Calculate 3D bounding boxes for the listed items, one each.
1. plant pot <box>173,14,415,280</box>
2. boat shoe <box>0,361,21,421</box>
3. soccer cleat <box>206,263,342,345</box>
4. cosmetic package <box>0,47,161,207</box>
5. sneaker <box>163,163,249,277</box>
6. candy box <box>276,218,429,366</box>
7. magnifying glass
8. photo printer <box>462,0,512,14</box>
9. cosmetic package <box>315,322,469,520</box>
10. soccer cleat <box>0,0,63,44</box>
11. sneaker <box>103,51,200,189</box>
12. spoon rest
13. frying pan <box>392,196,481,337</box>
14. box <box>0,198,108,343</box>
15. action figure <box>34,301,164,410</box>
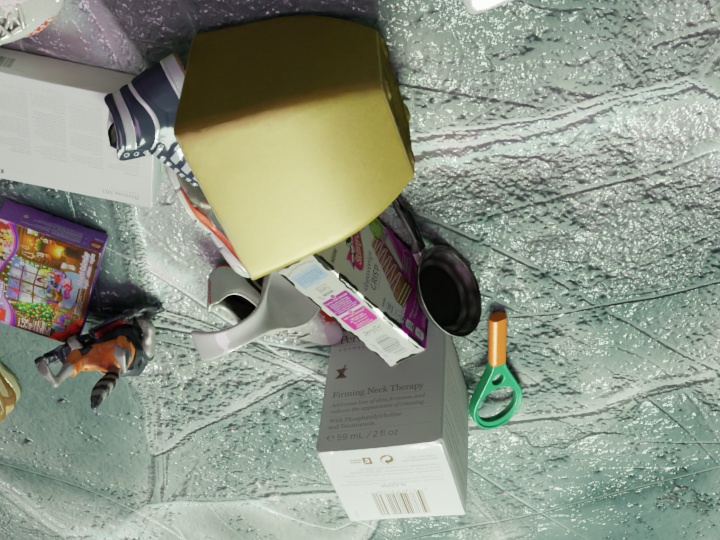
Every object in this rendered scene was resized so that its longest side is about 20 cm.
[{"bbox_3d":[-0.052,-0.144,0.996,0.197,0.196,0.197,-14,130,11],"label":"plant pot"},{"bbox_3d":[-0.570,0.148,1.416,0.075,0.074,0.201,-13,130,19],"label":"boat shoe"},{"bbox_3d":[-0.113,0.060,1.261,0.199,0.086,0.069,30,130,-19],"label":"soccer cleat"},{"bbox_3d":[-0.327,-0.161,1.105,0.197,0.052,0.152,11,131,-4],"label":"cosmetic package"},{"bbox_3d":[-0.162,-0.084,1.159,0.081,0.077,0.201,-33,127,3],"label":"sneaker"},{"bbox_3d":[0.000,0.000,1.153,0.061,0.138,0.200,-30,124,33],"label":"candy box"},{"bbox_3d":[0.186,0.140,1.327,0.079,0.022,0.202,-18,131,-16],"label":"magnifying glass"},{"bbox_3d":[0.159,-0.336,0.859,0.198,0.070,0.167,-16,129,21],"label":"photo printer"},{"bbox_3d":[0.050,0.200,1.291,0.165,0.202,0.167,-8,133,15],"label":"cosmetic package"},{"bbox_3d":[-0.391,-0.250,0.995,0.197,0.086,0.069,-13,131,20],"label":"soccer cleat"},{"bbox_3d":[-0.203,-0.127,1.048,0.108,0.070,0.201,-28,129,-7],"label":"sneaker"},{"bbox_3d":[-0.112,0.044,1.183,0.060,0.199,0.100,2,120,47],"label":"spoon rest"},{"bbox_3d":[0.080,0.005,1.166,0.189,0.116,0.031,39,139,-26],"label":"frying pan"},{"bbox_3d":[-0.422,0.009,1.287,0.135,0.039,0.201,19,133,-10],"label":"box"},{"bbox_3d":[-0.349,0.125,1.293,0.198,0.193,0.106,-25,90,11],"label":"action figure"}]
